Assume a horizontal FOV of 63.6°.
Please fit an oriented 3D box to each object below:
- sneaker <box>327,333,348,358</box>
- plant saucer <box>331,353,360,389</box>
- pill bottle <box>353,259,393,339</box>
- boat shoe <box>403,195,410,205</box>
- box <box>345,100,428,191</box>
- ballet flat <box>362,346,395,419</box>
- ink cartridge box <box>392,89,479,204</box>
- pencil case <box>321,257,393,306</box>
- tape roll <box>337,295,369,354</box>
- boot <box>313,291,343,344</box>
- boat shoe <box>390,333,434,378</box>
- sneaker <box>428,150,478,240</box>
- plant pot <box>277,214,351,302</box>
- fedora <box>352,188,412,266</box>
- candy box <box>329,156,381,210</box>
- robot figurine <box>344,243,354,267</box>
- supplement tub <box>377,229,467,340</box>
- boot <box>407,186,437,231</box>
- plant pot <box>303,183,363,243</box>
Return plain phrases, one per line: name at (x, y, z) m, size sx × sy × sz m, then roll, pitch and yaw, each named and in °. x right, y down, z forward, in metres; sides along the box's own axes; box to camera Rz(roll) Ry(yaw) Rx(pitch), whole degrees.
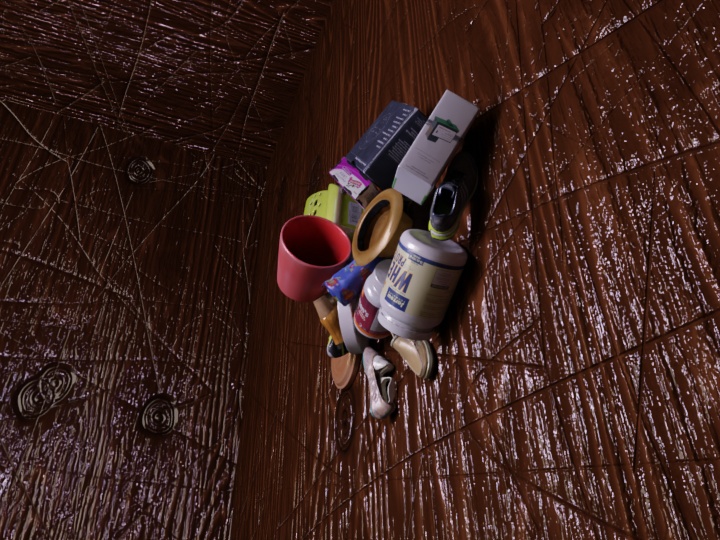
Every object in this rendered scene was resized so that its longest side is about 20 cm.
sneaker at (-0.056, 0.177, 1.679) m, size 0.076 × 0.075 × 0.200 m, roll -25°, pitch 27°, yaw 37°
plant saucer at (-0.048, 0.255, 1.743) m, size 0.200 × 0.032 × 0.201 m, roll -168°, pitch 90°, yaw -72°
pill bottle at (0.054, 0.070, 1.399) m, size 0.200 × 0.109 × 0.110 m, roll 108°, pitch 163°, yaw -49°
boat shoe at (0.106, -0.199, 1.535) m, size 0.200 × 0.073 × 0.065 m, roll -120°, pitch 26°, yaw -64°
box at (0.085, -0.306, 1.465) m, size 0.197 × 0.124 × 0.200 m, roll -47°, pitch 25°, yaw 6°
ballet flat at (0.054, 0.264, 1.421) m, size 0.067 × 0.068 × 0.200 m, roll -39°, pitch 44°, yaw 32°
ink cartridge box at (0.157, -0.258, 1.234) m, size 0.200 × 0.084 × 0.146 m, roll -59°, pitch -3°, yaw -9°
pencil case at (0.000, 0.000, 1.442) m, size 0.200 × 0.078 × 0.087 m, roll -43°, pitch 26°, yaw -8°
tape roll at (-0.015, 0.123, 1.553) m, size 0.203 × 0.037 × 0.204 m, roll -10°, pitch -90°, yaw -77°
boot at (-0.050, 0.122, 1.626) m, size 0.071 × 0.201 × 0.144 m, roll -26°, pitch 93°, yaw 31°
boat shoe at (0.103, 0.169, 1.295) m, size 0.200 × 0.076 × 0.072 m, roll -118°, pitch 44°, yaw -61°
sneaker at (0.190, -0.162, 1.179) m, size 0.081 × 0.074 × 0.201 m, roll 66°, pitch -140°, yaw -64°
plant pot at (-0.143, -0.022, 1.593) m, size 0.201 × 0.200 × 0.178 m, roll -97°, pitch 23°, yaw -43°
fedora at (0.058, -0.090, 1.347) m, size 0.201 × 0.082 × 0.201 m, roll -43°, pitch 35°, yaw 41°
candy box at (0.021, -0.187, 1.490) m, size 0.061 × 0.200 × 0.136 m, roll -45°, pitch 50°, yaw 5°
robot figurine at (0.019, -0.034, 1.593) m, size 0.170 × 0.113 × 0.200 m, roll -47°, pitch 8°, yaw -26°
supplement tub at (0.124, 0.030, 1.212) m, size 0.145 × 0.145 × 0.201 m, roll -120°, pitch 46°, yaw -63°
boot at (0.155, -0.075, 1.344) m, size 0.200 × 0.072 × 0.167 m, roll -64°, pitch 36°, yaw 32°
plant pot at (-0.052, -0.140, 1.755) m, size 0.181 × 0.198 × 0.201 m, roll -31°, pitch 49°, yaw 57°
